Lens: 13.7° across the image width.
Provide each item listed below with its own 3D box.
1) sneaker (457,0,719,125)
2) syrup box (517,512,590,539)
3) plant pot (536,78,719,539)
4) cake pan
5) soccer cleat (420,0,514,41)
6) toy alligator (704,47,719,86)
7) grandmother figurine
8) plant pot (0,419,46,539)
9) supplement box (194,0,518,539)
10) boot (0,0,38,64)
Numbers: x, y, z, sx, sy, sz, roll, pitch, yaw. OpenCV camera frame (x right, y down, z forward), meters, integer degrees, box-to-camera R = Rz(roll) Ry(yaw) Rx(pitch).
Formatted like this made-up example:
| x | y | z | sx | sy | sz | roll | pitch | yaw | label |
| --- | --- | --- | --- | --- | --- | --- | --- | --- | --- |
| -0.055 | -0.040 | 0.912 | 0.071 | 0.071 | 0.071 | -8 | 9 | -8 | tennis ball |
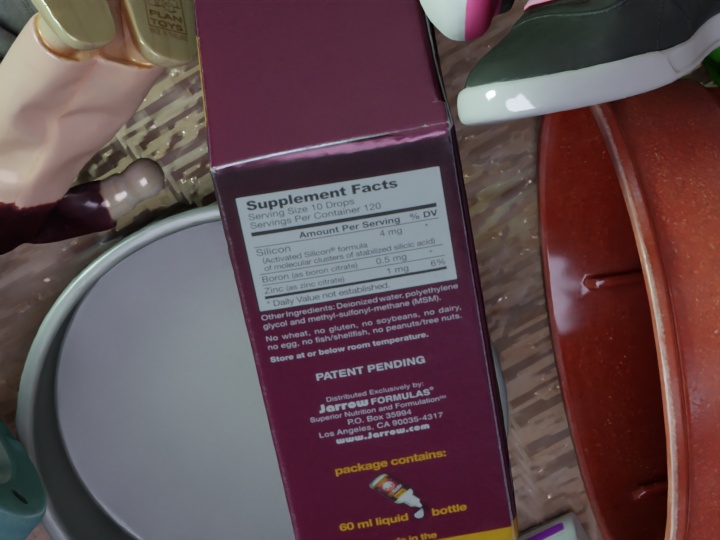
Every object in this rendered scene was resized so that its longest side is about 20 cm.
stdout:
| x | y | z | sx | sy | sz | roll | pitch | yaw | label |
| --- | --- | --- | --- | --- | --- | --- | --- | --- | --- |
| 0.090 | -0.117 | 1.031 | 0.071 | 0.200 | 0.099 | -4 | 109 | 45 | sneaker |
| 0.078 | 0.187 | 1.197 | 0.081 | 0.200 | 0.079 | -26 | 112 | 10 | syrup box |
| 0.184 | 0.009 | 1.141 | 0.195 | 0.201 | 0.201 | -9 | 114 | -8 | plant pot |
| -0.040 | 0.058 | 1.225 | 0.200 | 0.037 | 0.201 | -1 | 113 | -2 | cake pan |
| 0.027 | -0.178 | 1.052 | 0.086 | 0.070 | 0.201 | 8 | 78 | 5 | soccer cleat |
| 0.119 | -0.141 | 1.122 | 0.059 | 0.054 | 0.200 | -32 | 122 | -9 | toy alligator |
| -0.132 | -0.040 | 1.139 | 0.121 | 0.061 | 0.200 | 17 | 137 | -28 | grandmother figurine |
| -0.229 | 0.116 | 1.166 | 0.200 | 0.200 | 0.188 | 41 | 98 | -17 | plant pot |
| 0.000 | 0.000 | 1.096 | 0.085 | 0.111 | 0.200 | -10 | 129 | 2 | supplement box |
| -0.174 | -0.148 | 1.118 | 0.132 | 0.070 | 0.200 | -36 | 105 | 18 | boot |
